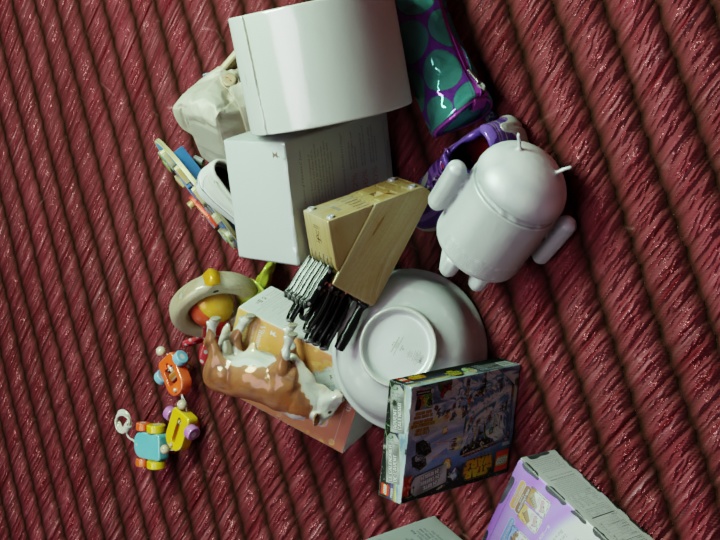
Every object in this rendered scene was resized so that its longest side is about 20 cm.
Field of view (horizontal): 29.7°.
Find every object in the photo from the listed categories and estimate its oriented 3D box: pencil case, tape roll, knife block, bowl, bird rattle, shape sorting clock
[{"bbox_3d":[0.092,-0.264,1.634,0.092,0.084,0.202,-34,70,38],"label":"pencil case"},{"bbox_3d":[-0.046,-0.247,1.603,0.201,0.201,0.141,0,106,45],"label":"tape roll"},{"bbox_3d":[0.000,0.000,1.629,0.064,0.198,0.178,26,132,55],"label":"knife block"},{"bbox_3d":[0.052,0.095,1.645,0.198,0.090,0.205,-1,84,12],"label":"bowl"},{"bbox_3d":[-0.198,0.051,1.921,0.199,0.162,0.114,-31,55,33],"label":"bird rattle"},{"bbox_3d":[-0.228,-0.103,1.924,0.200,0.039,0.200,49,169,12],"label":"shape sorting clock"}]

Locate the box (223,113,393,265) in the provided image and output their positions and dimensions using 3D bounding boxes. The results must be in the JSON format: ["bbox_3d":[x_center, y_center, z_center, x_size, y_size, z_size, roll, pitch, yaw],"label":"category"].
[{"bbox_3d":[-0.059,-0.110,1.702,0.105,0.199,0.155,8,111,40],"label":"box"}]

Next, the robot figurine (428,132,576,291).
[{"bbox_3d":[0.162,-0.067,1.557,0.114,0.168,0.201,-82,18,-48],"label":"robot figurine"}]

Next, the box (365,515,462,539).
[{"bbox_3d":[0.075,0.412,1.646,0.183,0.198,0.106,35,118,37],"label":"box"}]

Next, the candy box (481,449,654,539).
[{"bbox_3d":[0.239,0.338,1.564,0.200,0.071,0.169,41,122,35],"label":"candy box"}]

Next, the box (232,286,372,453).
[{"bbox_3d":[-0.071,0.128,1.788,0.198,0.097,0.126,25,115,17],"label":"box"}]

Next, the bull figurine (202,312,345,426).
[{"bbox_3d":[-0.114,0.125,1.716,0.197,0.065,0.123,9,106,21],"label":"bull figurine"}]

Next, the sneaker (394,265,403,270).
[{"bbox_3d":[-0.010,0.012,1.778,0.200,0.073,0.088,41,125,36],"label":"sneaker"}]

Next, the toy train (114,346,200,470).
[{"bbox_3d":[-0.299,0.218,2.109,0.200,0.055,0.151,-47,61,34],"label":"toy train"}]

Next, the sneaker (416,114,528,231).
[{"bbox_3d":[0.111,-0.121,1.632,0.200,0.083,0.081,-45,64,39],"label":"sneaker"}]

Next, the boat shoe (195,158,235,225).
[{"bbox_3d":[-0.127,-0.081,1.821,0.199,0.072,0.066,40,152,-9],"label":"boat shoe"}]

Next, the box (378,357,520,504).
[{"bbox_3d":[0.106,0.184,1.589,0.040,0.198,0.139,15,104,42],"label":"box"}]

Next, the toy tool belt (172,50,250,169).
[{"bbox_3d":[-0.166,-0.204,1.846,0.124,0.124,0.201,24,156,23],"label":"toy tool belt"}]
